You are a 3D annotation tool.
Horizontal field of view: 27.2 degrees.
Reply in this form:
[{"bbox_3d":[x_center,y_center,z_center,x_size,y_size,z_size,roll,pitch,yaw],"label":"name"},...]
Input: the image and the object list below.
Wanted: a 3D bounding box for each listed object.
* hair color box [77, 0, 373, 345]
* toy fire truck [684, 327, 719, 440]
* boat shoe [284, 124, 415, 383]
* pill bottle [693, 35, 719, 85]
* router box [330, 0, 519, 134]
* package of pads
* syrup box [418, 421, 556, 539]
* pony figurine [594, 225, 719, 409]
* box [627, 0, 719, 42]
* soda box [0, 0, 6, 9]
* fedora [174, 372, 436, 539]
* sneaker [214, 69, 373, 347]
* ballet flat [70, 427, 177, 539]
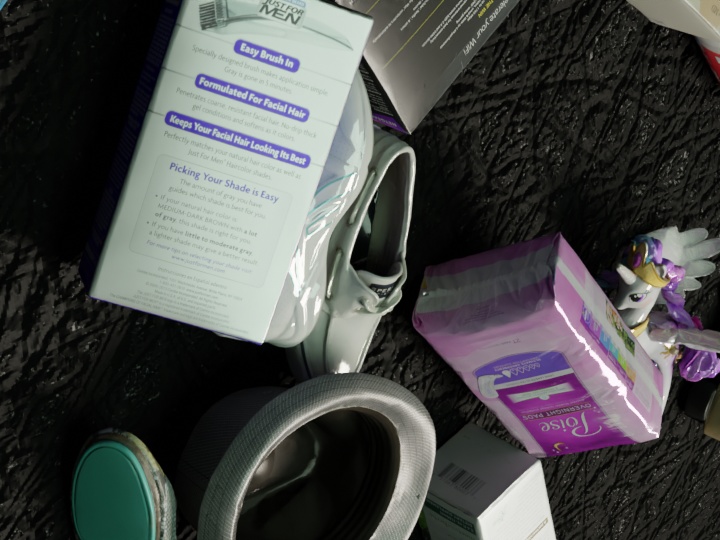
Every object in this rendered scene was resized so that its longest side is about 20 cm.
[{"bbox_3d":[-0.080,-0.070,0.856,0.109,0.065,0.201,17,99,-20],"label":"hair color box"},{"bbox_3d":[0.438,0.095,1.502,0.200,0.128,0.177,3,108,-60],"label":"toy fire truck"},{"bbox_3d":[0.000,0.000,1.010,0.072,0.066,0.201,-6,114,-45],"label":"boat shoe"},{"bbox_3d":[0.353,-0.186,1.255,0.112,0.112,0.200,-56,139,-9],"label":"pill bottle"},{"bbox_3d":[0.049,-0.211,0.961,0.200,0.051,0.149,-51,140,-15],"label":"router box"},{"bbox_3d":[0.138,0.061,1.128,0.200,0.120,0.076,48,41,-39],"label":"package of pads"},{"bbox_3d":[0.109,0.232,1.240,0.081,0.079,0.200,-38,134,-27],"label":"syrup box"},{"bbox_3d":[0.252,0.054,1.264,0.193,0.167,0.200,-3,129,-36],"label":"pony figurine"},{"bbox_3d":[0.277,-0.289,1.145,0.095,0.078,0.201,23,92,-51],"label":"box"},{"bbox_3d":[-0.231,-0.195,0.661,0.068,0.064,0.200,-57,140,-8],"label":"soda box"},{"bbox_3d":[-0.050,0.140,1.011,0.200,0.090,0.178,-4,113,-46],"label":"fedora"},{"bbox_3d":[-0.050,-0.046,0.931,0.080,0.070,0.201,5,106,-41],"label":"sneaker"},{"bbox_3d":[-0.147,0.176,0.959,0.072,0.072,0.201,-21,124,-39],"label":"ballet flat"}]
